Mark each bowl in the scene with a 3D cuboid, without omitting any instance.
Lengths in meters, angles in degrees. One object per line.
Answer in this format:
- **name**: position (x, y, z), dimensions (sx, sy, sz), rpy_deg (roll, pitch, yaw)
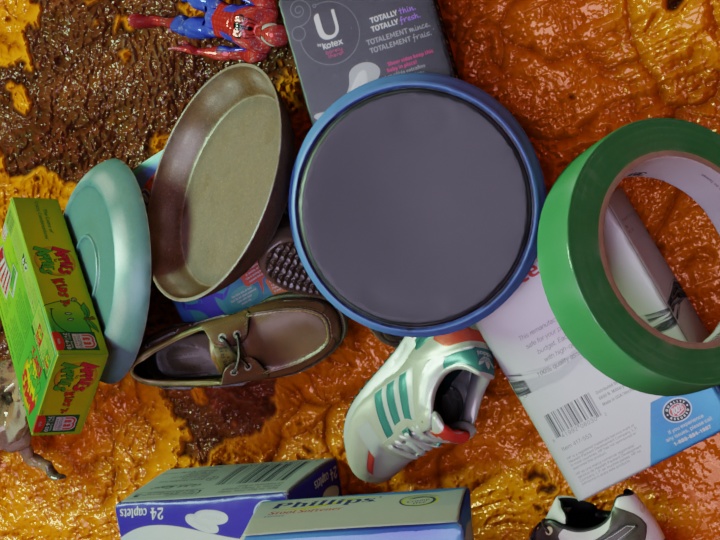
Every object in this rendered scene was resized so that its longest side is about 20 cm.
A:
- **bowl**: position (0.042, -0.048, 1.049), dimensions (0.198, 0.039, 0.203), rpy_deg (1, 97, 6)

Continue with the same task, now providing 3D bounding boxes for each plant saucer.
- **plant saucer**: position (-0.236, 0.000, 1.241), dimensions (0.199, 0.027, 0.203), rpy_deg (-4, 85, 59)
- **plant saucer**: position (-0.112, -0.069, 1.138), dimensions (0.199, 0.034, 0.202), rpy_deg (-26, 56, 45)

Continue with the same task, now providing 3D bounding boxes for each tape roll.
- **tape roll**: position (0.229, -0.010, 1.025), dimensions (0.202, 0.199, 0.048), rpy_deg (59, 153, 2)

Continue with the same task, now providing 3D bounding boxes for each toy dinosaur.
- **toy dinosaur**: position (-0.355, 0.132, 1.356), dimensions (0.198, 0.085, 0.137), rpy_deg (3, 91, 39)

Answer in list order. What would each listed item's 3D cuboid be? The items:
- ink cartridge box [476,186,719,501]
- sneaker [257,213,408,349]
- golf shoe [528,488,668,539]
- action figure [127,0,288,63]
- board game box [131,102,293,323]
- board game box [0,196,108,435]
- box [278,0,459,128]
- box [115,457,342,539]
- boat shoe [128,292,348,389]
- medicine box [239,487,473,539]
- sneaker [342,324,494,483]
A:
- **ink cartridge box**: position (0.192, 0.057, 1.106), dimensions (0.146, 0.086, 0.201), rpy_deg (-31, 86, 24)
- **sneaker**: position (0.000, 0.000, 1.163), dimensions (0.199, 0.076, 0.071), rpy_deg (27, 113, -27)
- **golf shoe**: position (0.165, 0.234, 1.153), dimensions (0.199, 0.078, 0.095), rpy_deg (-21, 92, 31)
- **action figure**: position (-0.128, -0.213, 1.168), dimensions (0.199, 0.051, 0.066), rpy_deg (21, 104, 41)
- **board game box**: position (-0.114, -0.027, 1.239), dimensions (0.151, 0.045, 0.201), rpy_deg (-27, 90, 25)
- **board game box**: position (-0.284, 0.038, 1.248), dimensions (0.102, 0.047, 0.201), rpy_deg (-64, 38, 36)
- **box**: position (0.023, -0.133, 1.115), dimensions (0.121, 0.106, 0.202), rpy_deg (-15, 95, 7)
- **box**: position (-0.106, 0.286, 1.265), dimensions (0.182, 0.105, 0.202), rpy_deg (-7, 98, 24)
- **boat shoe**: position (-0.107, 0.071, 1.195), dimensions (0.198, 0.068, 0.073), rpy_deg (-16, 96, 24)
- **medicine box**: position (0.007, 0.290, 1.127), dimensions (0.180, 0.103, 0.202), rpy_deg (-5, 98, 8)
- **sneaker**: position (0.049, 0.122, 1.157), dimensions (0.070, 0.094, 0.201), rpy_deg (16, 122, -28)
